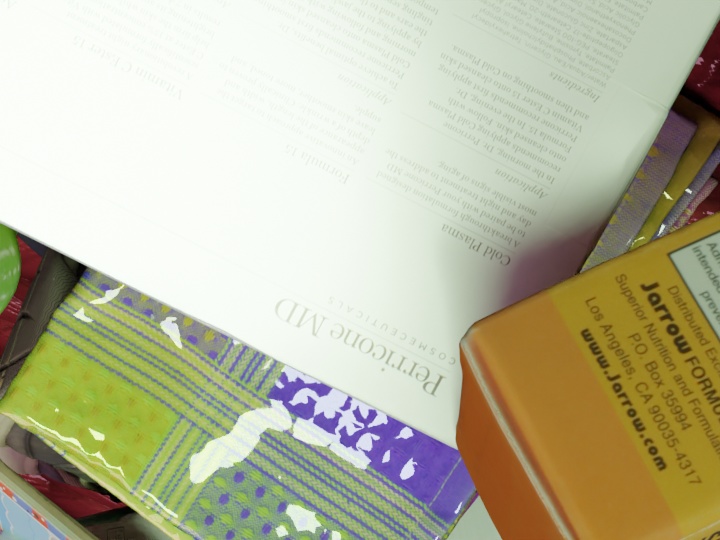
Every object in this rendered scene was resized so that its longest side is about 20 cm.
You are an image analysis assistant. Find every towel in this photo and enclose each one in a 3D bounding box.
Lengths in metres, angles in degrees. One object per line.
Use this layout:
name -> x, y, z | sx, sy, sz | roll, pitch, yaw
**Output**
towel -> 0.000, 0.000, 0.788 | 0.144, 0.200, 0.023 | 36, -178, 0

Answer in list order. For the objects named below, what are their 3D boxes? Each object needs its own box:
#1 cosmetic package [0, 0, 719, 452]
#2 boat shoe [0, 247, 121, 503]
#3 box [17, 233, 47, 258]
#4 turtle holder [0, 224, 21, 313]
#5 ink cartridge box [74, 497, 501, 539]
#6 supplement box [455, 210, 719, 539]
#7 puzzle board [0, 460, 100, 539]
cosmetic package -> -0.026, -0.069, 0.603 | 0.200, 0.151, 0.052 | 27, -172, -9
boat shoe -> -0.085, 0.040, 0.900 | 0.073, 0.075, 0.200 | 21, 171, -2
box -> -0.089, -0.081, 0.864 | 0.200, 0.104, 0.148 | 46, 159, -30
turtle holder -> -0.066, -0.078, 0.692 | 0.132, 0.185, 0.141 | -114, 0, -76
ink cartridge box -> -0.005, 0.090, 0.966 | 0.161, 0.200, 0.050 | -17, 88, 56
supplement box -> 0.123, 0.012, 0.583 | 0.069, 0.200, 0.067 | 60, 169, 24
puzzle board -> -0.070, 0.165, 0.915 | 0.151, 0.017, 0.200 | 34, 149, 30
